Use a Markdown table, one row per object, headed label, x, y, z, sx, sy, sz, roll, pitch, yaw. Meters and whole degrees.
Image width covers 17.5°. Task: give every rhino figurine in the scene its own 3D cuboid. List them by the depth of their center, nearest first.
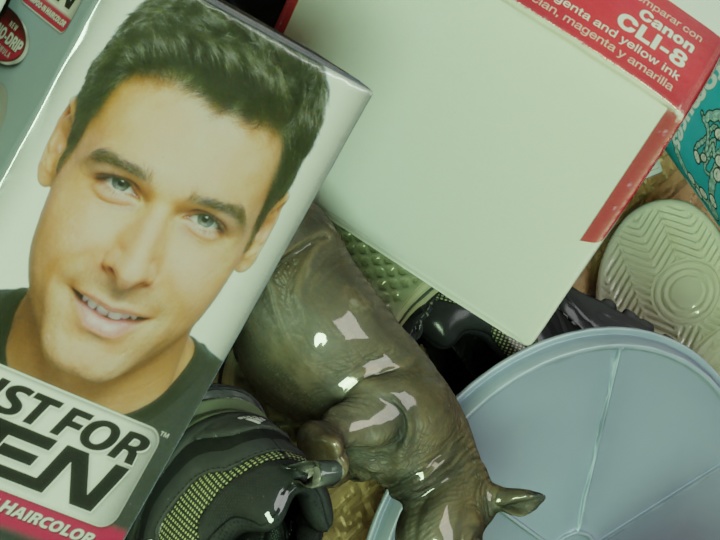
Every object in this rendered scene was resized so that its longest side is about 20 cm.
| label | x | y | z | sx | sy | sz | roll | pitch | yaw |
| --- | --- | --- | --- | --- | --- | --- | --- | --- | --- |
| rhino figurine | -0.001 | 0.052 | 0.839 | 0.200 | 0.060 | 0.087 | 51 | 43 | -6 |

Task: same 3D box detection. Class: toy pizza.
| label | x | y | z | sx | sy | sz | roll | pitch | yaw |
| --- | --- | --- | --- | --- | --- | --- | --- | --- | --- |
| toy pizza | 0.079 | 0.115 | 0.976 | 0.199 | 0.032 | 0.201 | -12 | 115 | -28 |

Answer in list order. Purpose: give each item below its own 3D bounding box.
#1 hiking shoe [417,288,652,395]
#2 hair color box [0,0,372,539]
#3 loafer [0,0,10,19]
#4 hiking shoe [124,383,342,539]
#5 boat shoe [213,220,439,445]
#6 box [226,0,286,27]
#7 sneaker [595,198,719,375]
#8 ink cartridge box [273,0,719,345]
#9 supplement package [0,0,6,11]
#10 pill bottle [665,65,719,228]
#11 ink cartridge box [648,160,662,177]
| label | x | y | z | sx | sy | sz | roll | pitch | yaw |
| --- | --- | --- | --- | --- | --- | --- | --- | --- | --- |
| hiking shoe | 0.080 | 0.057 | 1.029 | 0.200 | 0.076 | 0.101 | 42 | 64 | -24 |
| hair color box | -0.092 | 0.003 | 0.735 | 0.099 | 0.061 | 0.201 | 26 | 96 | -33 |
| loafer | -0.096 | -0.064 | 0.790 | 0.067 | 0.076 | 0.201 | 25 | 95 | -25 |
| hiking shoe | -0.053 | 0.143 | 0.763 | 0.075 | 0.101 | 0.201 | 1 | 103 | -29 |
| boat shoe | 0.000 | 0.000 | 0.932 | 0.075 | 0.062 | 0.200 | 38 | 60 | -5 |
| box | -0.073 | -0.096 | 0.913 | 0.161 | 0.043 | 0.200 | 62 | 38 | -16 |
| sneaker | 0.165 | 0.066 | 1.150 | 0.085 | 0.075 | 0.201 | 46 | 35 | -63 |
| ink cartridge box | 0.070 | -0.109 | 0.894 | 0.144 | 0.146 | 0.200 | 32 | 49 | 4 |
| supplement package | -0.164 | -0.152 | 0.760 | 0.110 | 0.113 | 0.201 | 48 | 43 | -31 |
| pill bottle | 0.207 | -0.072 | 1.147 | 0.111 | 0.111 | 0.200 | 21 | 30 | -47 |
| ink cartridge box | 0.077 | -0.128 | 1.117 | 0.094 | 0.044 | 0.201 | -22 | 94 | -54 |
